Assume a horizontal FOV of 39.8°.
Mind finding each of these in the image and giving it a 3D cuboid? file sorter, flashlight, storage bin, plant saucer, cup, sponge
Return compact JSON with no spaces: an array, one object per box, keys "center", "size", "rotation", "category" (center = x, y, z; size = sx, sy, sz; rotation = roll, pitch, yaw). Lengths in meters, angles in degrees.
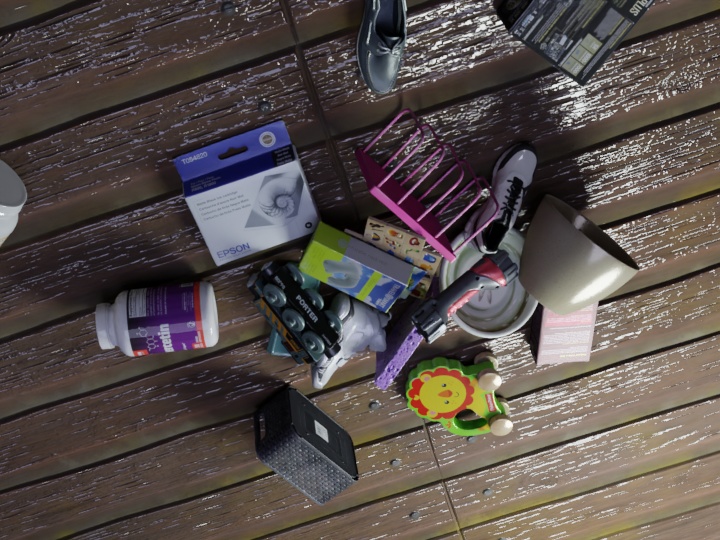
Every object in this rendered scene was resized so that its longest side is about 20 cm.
[{"center":[0.111,-0.143,1.608],"size":[0.125,0.140,0.199],"rotation":[-42,120,15],"category":"file sorter"},{"center":[0.176,0.044,1.681],"size":[0.199,0.068,0.068],"rotation":[-40,156,-12],"category":"flashlight"},{"center":[-0.103,0.333,1.892],"size":[0.093,0.136,0.200],"rotation":[-36,122,16],"category":"storage bin"},{"center":[0.223,0.016,1.755],"size":[0.197,0.050,0.204],"rotation":[0,90,-19],"category":"plant saucer"},{"center":[0.350,-0.011,1.687],"size":[0.199,0.201,0.144],"rotation":[28,110,-25],"category":"cup"},{"center":[-0.118,0.076,1.790],"size":[0.069,0.019,0.202],"rotation":[7,123,-13],"category":"plant saucer"},{"center":[0.086,0.111,1.788],"size":[0.030,0.112,0.201],"rotation":[30,116,-10],"category":"sponge"}]

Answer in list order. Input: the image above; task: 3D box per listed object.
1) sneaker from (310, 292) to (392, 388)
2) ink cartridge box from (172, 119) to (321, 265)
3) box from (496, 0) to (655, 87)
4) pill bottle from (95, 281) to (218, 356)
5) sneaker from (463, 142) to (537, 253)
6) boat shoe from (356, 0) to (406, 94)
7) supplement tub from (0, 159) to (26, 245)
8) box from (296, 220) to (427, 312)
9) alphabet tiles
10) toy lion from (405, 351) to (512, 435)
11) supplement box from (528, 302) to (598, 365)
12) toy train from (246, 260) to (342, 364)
[{"center":[-0.018,0.139,1.812],"size":[0.113,0.075,0.202],"rotation":[13,117,-14],"category":"sneaker"},{"center":[-0.182,-0.123,1.630],"size":[0.197,0.041,0.202],"rotation":[-19,125,4],"category":"ink cartridge box"},{"center":[0.332,-0.410,1.493],"size":[0.162,0.087,0.201],"rotation":[27,116,-24],"category":"box"},{"center":[-0.345,0.085,1.699],"size":[0.197,0.113,0.114],"rotation":[-7,125,-4],"category":"pill bottle"},{"center":[0.247,-0.115,1.668],"size":[0.073,0.080,0.202],"rotation":[21,102,-18],"category":"sneaker"},{"center":[0.034,-0.352,1.497],"size":[0.072,0.062,0.202],"rotation":[-1,124,-9],"category":"boat shoe"},{"center":[-0.620,-0.074,1.528],"size":[0.145,0.146,0.200],"rotation":[34,113,-27],"category":"supplement tub"},{"center":[0.000,0.000,1.677],"size":[0.198,0.048,0.122],"rotation":[26,151,-5],"category":"box"},{"center":[0.047,-0.023,1.661],"size":[0.165,0.008,0.201],"rotation":[21,153,3],"category":"alphabet tiles"},{"center":[0.186,0.247,1.934],"size":[0.189,0.069,0.202],"rotation":[-14,126,9],"category":"toy lion"},{"center":[0.379,0.077,1.845],"size":[0.107,0.061,0.202],"rotation":[-3,123,-6],"category":"supplement box"},{"center":[-0.116,0.075,1.715],"size":[0.201,0.085,0.113],"rotation":[51,141,-12],"category":"toy train"}]
